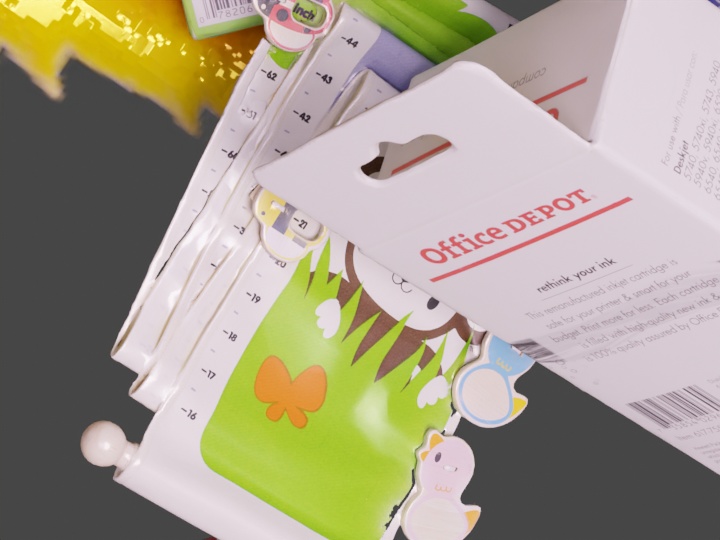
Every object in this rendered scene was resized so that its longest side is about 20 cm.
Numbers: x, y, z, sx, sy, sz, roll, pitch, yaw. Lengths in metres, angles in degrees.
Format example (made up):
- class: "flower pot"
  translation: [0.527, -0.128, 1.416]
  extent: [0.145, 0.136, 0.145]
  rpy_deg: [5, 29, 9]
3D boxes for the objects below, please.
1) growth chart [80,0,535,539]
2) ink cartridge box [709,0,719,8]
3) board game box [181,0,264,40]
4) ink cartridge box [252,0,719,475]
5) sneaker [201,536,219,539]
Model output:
- class: "growth chart"
  translation: [0.000, 0.000, 0.843]
  extent: [0.145, 0.018, 0.200]
  rpy_deg: [22, 87, -24]
- class: "ink cartridge box"
  translation: [0.161, -0.136, 0.793]
  extent: [0.200, 0.047, 0.198]
  rpy_deg: [-21, 102, 12]
- class: "board game box"
  translation: [0.033, -0.140, 0.843]
  extent: [0.200, 0.030, 0.096]
  rpy_deg: [-11, 105, 10]
- class: "ink cartridge box"
  translation: [0.083, -0.019, 0.797]
  extent: [0.200, 0.116, 0.068]
  rpy_deg: [32, 59, -24]
- class: "sneaker"
  translation: [-0.022, 0.177, 0.883]
  extent: [0.112, 0.071, 0.200]
  rpy_deg: [-24, 96, 6]
